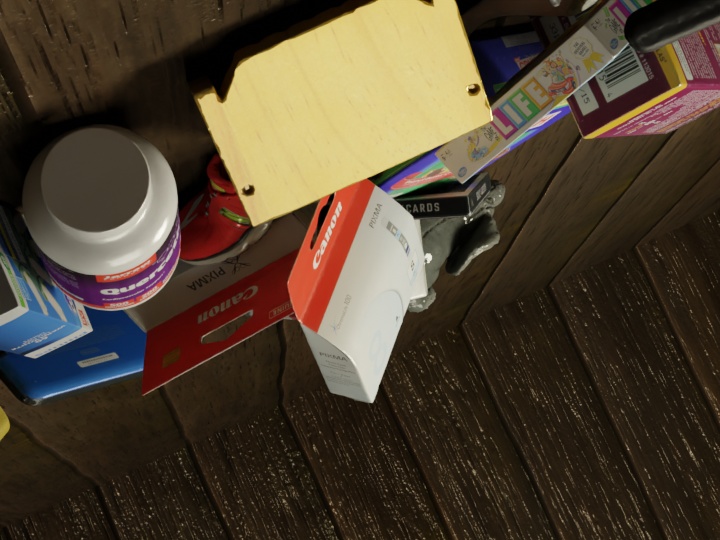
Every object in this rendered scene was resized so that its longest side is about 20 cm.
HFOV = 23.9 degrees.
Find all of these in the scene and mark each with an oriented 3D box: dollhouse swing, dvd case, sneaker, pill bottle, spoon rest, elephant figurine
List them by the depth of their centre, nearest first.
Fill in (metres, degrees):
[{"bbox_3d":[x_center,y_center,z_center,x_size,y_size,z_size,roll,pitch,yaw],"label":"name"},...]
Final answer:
[{"bbox_3d":[-0.192,-0.041,1.276,0.112,0.113,0.200,-23,171,-9],"label":"pill bottle"},{"bbox_3d":[-0.028,-0.155,1.309,0.200,0.176,0.182,-24,129,-2],"label":"dollhouse swing"},{"bbox_3d":[0.135,-0.213,1.377,0.200,0.061,0.099,-43,166,21],"label":"spoon rest"},{"bbox_3d":[-0.110,-0.074,1.496,0.200,0.077,0.085,-33,148,32],"label":"sneaker"},{"bbox_3d":[0.046,-0.072,1.696,0.150,0.025,0.200,-4,-171,10],"label":"dvd case"},{"bbox_3d":[0.097,-0.060,1.954,0.200,0.155,0.142,-34,129,-8],"label":"elephant figurine"}]

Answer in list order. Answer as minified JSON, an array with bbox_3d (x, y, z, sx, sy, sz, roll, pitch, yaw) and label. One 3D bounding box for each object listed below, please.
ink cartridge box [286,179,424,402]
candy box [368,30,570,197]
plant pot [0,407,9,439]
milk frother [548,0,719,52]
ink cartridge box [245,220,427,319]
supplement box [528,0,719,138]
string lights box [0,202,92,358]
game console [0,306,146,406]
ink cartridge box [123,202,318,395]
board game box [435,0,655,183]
[{"bbox_3d":[0.000,0.000,1.494,0.047,0.160,0.200,13,152,18],"label":"ink cartridge box"},{"bbox_3d":[0.094,-0.141,1.557,0.169,0.077,0.200,-15,167,-45],"label":"candy box"},{"bbox_3d":[-0.430,0.141,1.486,0.176,0.200,0.200,-32,177,-40],"label":"plant pot"},{"bbox_3d":[0.182,-0.256,1.065,0.188,0.181,0.200,-27,-147,14],"label":"milk frother"},{"bbox_3d":[-0.056,-0.005,1.680,0.144,0.084,0.200,-13,-171,-42],"label":"ink cartridge box"},{"bbox_3d":[0.249,-0.196,1.494,0.103,0.131,0.200,-29,169,31],"label":"supplement box"},{"bbox_3d":[-0.281,0.006,1.336,0.059,0.103,0.200,-25,171,3],"label":"string lights box"},{"bbox_3d":[-0.318,0.093,1.711,0.200,0.171,0.118,-15,140,-48],"label":"game console"},{"bbox_3d":[-0.130,0.003,1.565,0.200,0.045,0.176,-29,-147,20],"label":"ink cartridge box"},{"bbox_3d":[0.156,-0.158,1.336,0.134,0.034,0.200,-46,-176,-41],"label":"board game box"}]
